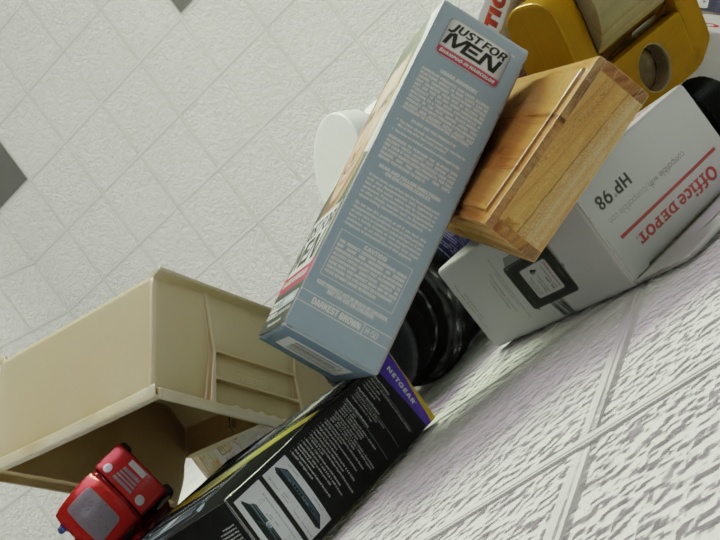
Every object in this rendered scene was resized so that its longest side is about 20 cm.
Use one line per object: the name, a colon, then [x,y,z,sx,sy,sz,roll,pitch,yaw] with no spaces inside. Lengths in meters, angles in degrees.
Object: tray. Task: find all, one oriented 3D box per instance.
tray: [0.088,-0.065,0.597,0.099,0.037,0.200,-55,8,1]

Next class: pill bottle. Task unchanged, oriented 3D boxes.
pill bottle: [0.044,0.017,0.777,0.111,0.113,0.200,-38,0,33]
pill bottle: [0.063,-0.106,0.952,0.197,0.118,0.116,-10,-14,-30]

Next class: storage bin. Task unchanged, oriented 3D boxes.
storage bin: [-0.140,0.101,0.774,0.198,0.095,0.197,-26,-33,33]

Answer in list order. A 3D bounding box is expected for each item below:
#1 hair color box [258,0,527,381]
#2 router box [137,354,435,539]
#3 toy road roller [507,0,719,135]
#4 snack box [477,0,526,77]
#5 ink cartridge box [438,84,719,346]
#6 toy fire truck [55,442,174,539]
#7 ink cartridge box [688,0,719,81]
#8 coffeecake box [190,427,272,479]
hair color box: [0.016,-0.041,0.596,0.202,0.060,0.099,-63,9,-13]
router box: [-0.066,0.144,0.623,0.199,0.053,0.157,-39,-1,43]
toy road roller: [0.160,-0.129,0.733,0.122,0.202,0.145,-38,22,-26]
snack box: [0.098,-0.138,0.748,0.071,0.024,0.203,-21,-41,-45]
ink cartridge box: [0.143,-0.034,0.614,0.115,0.067,0.200,-39,1,-27]
toy fire truck: [-0.191,0.207,0.718,0.141,0.049,0.201,-46,-12,-23]
ink cartridge box: [0.251,-0.191,0.885,0.142,0.086,0.200,9,29,19]
coffeecake box: [-0.042,0.111,0.945,0.199,0.074,0.153,-38,-1,18]
